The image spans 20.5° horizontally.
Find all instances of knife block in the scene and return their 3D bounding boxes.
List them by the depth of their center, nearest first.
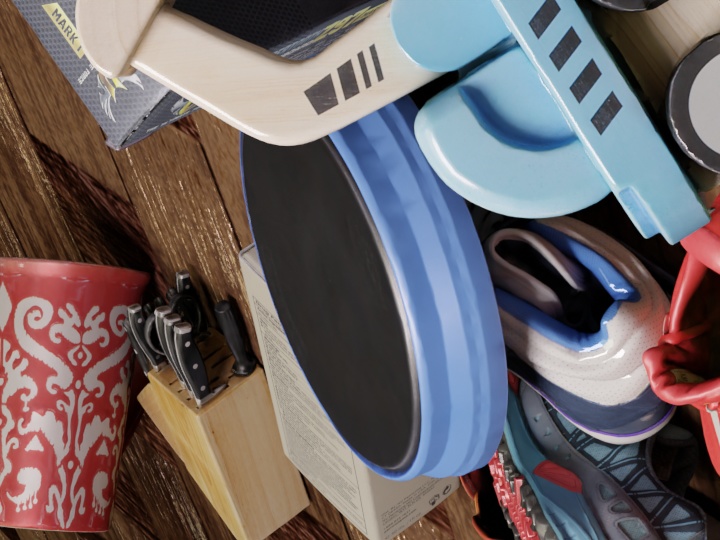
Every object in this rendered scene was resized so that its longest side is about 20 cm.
[{"bbox_3d":[-0.100,0.101,1.468,0.200,0.064,0.176,55,160,1],"label":"knife block"}]

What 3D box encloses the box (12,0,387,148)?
[{"bbox_3d":[-0.066,-0.154,0.810,0.158,0.200,0.051,55,135,4],"label":"box"}]

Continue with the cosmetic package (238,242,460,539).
[{"bbox_3d":[-0.003,0.063,1.184,0.105,0.071,0.200,42,156,32],"label":"cosmetic package"}]

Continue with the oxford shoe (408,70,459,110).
[{"bbox_3d":[0.077,-0.069,0.832,0.084,0.073,0.200,42,165,-18],"label":"oxford shoe"}]

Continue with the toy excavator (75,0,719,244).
[{"bbox_3d":[0.027,-0.072,0.688,0.195,0.200,0.100,56,-173,-4],"label":"toy excavator"}]

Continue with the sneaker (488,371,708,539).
[{"bbox_3d":[0.115,0.097,0.966,0.200,0.095,0.080,-108,9,-56],"label":"sneaker"}]

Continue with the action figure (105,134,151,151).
[{"bbox_3d":[-0.147,-0.173,1.151,0.130,0.069,0.201,45,155,39],"label":"action figure"}]

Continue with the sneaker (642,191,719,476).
[{"bbox_3d":[0.146,0.030,0.785,0.077,0.085,0.200,42,156,33],"label":"sneaker"}]

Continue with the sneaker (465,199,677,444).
[{"bbox_3d":[0.059,-0.006,0.891,0.200,0.081,0.147,36,169,24],"label":"sneaker"}]

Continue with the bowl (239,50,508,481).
[{"bbox_3d":[0.000,0.000,0.881,0.201,0.039,0.201,55,157,38],"label":"bowl"}]

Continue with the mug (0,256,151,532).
[{"bbox_3d":[-0.218,0.098,1.536,0.133,0.177,0.201,-3,80,57],"label":"mug"}]

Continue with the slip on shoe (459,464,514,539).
[{"bbox_3d":[0.092,0.137,1.105,0.074,0.061,0.201,22,143,53],"label":"slip on shoe"}]

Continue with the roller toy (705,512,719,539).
[{"bbox_3d":[0.143,0.220,1.006,0.182,0.140,0.201,19,140,58],"label":"roller toy"}]
